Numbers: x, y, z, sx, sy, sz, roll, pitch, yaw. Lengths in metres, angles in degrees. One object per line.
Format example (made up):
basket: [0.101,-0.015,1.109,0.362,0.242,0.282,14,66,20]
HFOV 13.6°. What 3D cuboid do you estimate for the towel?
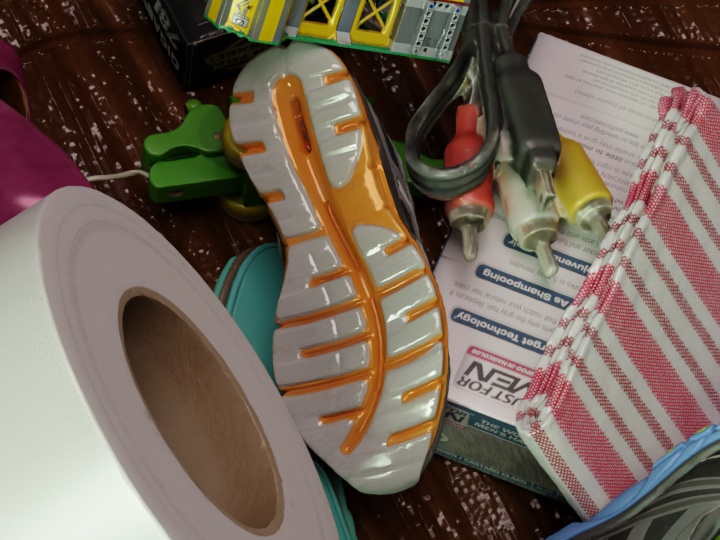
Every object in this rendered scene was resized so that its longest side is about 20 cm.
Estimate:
towel: [0.139,0.036,1.339,0.030,0.146,0.200,3,53,40]

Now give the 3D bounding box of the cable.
cable: [0.056,-0.086,1.378,0.097,0.050,0.201,-1,51,-12]

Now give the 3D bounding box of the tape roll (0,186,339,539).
tape roll: [-0.115,0.087,1.149,0.139,0.203,0.203,-31,65,14]

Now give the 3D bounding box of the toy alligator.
toy alligator: [-0.059,-0.059,1.401,0.199,0.059,0.054,-2,62,-7]

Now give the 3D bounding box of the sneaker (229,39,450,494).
sneaker: [0.000,0.000,1.311,0.078,0.077,0.201,-14,75,13]

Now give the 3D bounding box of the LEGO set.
LEGO set: [-0.024,-0.180,1.336,0.153,0.116,0.200,10,21,-25]

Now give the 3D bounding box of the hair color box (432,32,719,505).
hair color box: [0.091,-0.002,1.385,0.100,0.061,0.200,21,61,8]

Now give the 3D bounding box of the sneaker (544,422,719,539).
sneaker: [0.116,0.144,1.260,0.200,0.071,0.083,-41,36,12]

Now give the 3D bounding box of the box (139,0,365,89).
box: [-0.035,-0.209,1.491,0.199,0.050,0.199,-21,65,-16]

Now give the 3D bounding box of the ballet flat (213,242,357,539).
ballet flat: [-0.041,0.086,1.318,0.067,0.070,0.201,6,57,-26]

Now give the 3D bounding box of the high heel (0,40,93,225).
high heel: [-0.146,-0.055,1.345,0.096,0.068,0.200,-12,32,11]
